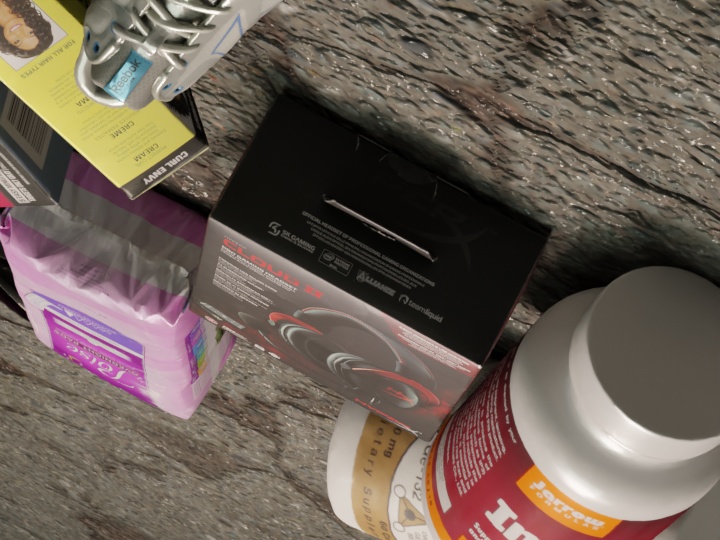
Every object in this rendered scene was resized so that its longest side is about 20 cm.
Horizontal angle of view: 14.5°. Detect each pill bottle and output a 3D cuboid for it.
[{"bbox_3d":[0.092,0.116,1.514,0.199,0.115,0.114,20,162,26],"label":"pill bottle"},{"bbox_3d":[0.109,0.077,1.340,0.113,0.113,0.200,29,150,-3],"label":"pill bottle"}]

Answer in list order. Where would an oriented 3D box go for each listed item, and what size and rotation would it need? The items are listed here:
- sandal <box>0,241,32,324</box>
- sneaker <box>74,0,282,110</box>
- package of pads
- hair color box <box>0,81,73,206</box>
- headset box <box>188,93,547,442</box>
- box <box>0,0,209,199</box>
[{"bbox_3d":[-0.219,0.000,1.769,0.200,0.048,0.075,26,173,-22],"label":"sandal"},{"bbox_3d":[-0.072,-0.108,1.165,0.075,0.087,0.200,32,162,-9],"label":"sneaker"},{"bbox_3d":[-0.138,0.009,1.641,0.120,0.076,0.200,29,164,8],"label":"package of pads"},{"bbox_3d":[-0.261,-0.080,1.504,0.199,0.061,0.099,0,152,25],"label":"hair color box"},{"bbox_3d":[0.000,0.000,1.387,0.148,0.075,0.200,29,164,1],"label":"headset box"},{"bbox_3d":[-0.148,-0.118,1.269,0.200,0.050,0.075,44,-162,-42],"label":"box"}]
